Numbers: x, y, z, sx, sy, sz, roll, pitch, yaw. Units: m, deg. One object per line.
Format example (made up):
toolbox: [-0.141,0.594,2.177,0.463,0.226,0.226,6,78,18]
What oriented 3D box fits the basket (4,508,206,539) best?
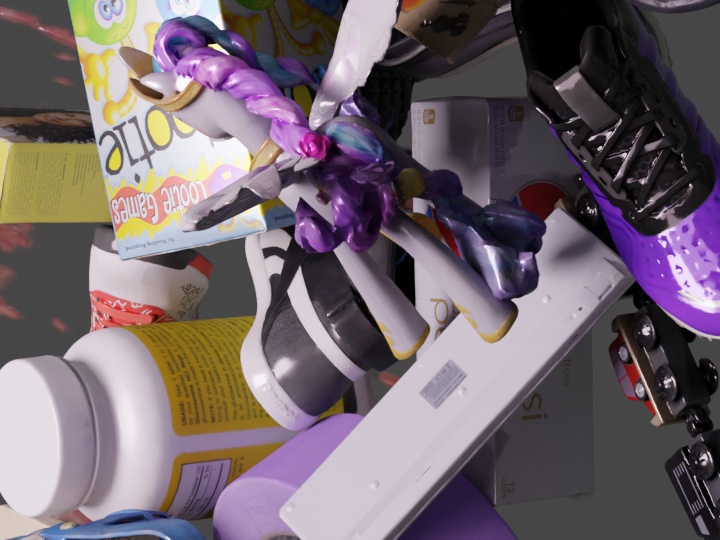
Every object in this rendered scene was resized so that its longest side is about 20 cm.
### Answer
basket: [-0.123,0.209,1.082,0.200,0.139,0.177,-7,100,43]

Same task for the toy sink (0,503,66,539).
toy sink: [-0.226,0.249,1.260,0.130,0.112,0.200,10,103,57]

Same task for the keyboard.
keyboard: [0.045,0.059,1.014,0.200,0.011,0.056,-47,53,1]

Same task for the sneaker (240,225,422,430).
sneaker: [0.000,0.000,1.160,0.112,0.073,0.200,-33,26,18]

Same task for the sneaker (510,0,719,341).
sneaker: [0.118,-0.058,0.962,0.070,0.100,0.200,-35,60,16]

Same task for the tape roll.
tape roll: [0.013,0.174,1.103,0.200,0.066,0.200,36,145,30]

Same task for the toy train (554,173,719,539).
toy train: [0.141,0.042,1.015,0.200,0.034,0.046,68,151,23]

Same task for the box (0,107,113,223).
box: [-0.131,-0.060,1.233,0.075,0.200,0.050,30,114,47]

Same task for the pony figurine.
pony figurine: [-0.011,-0.048,0.961,0.167,0.200,0.193,-54,14,-18]

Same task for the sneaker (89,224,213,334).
sneaker: [-0.134,0.041,1.275,0.201,0.067,0.108,100,-172,-81]

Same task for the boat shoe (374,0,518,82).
boat shoe: [0.063,-0.149,1.076,0.200,0.063,0.073,-32,68,50]

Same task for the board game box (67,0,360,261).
board game box: [-0.075,-0.116,1.111,0.103,0.105,0.200,-10,93,37]

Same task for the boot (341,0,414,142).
boot: [-0.026,-0.150,1.215,0.131,0.068,0.200,-168,78,-64]

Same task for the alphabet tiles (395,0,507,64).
alphabet tiles: [0.079,-0.191,1.004,0.200,0.008,0.167,-49,46,-1]

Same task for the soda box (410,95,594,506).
soda box: [0.071,0.013,1.074,0.064,0.068,0.200,2,95,54]

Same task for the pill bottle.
pill bottle: [-0.101,0.084,1.204,0.112,0.200,0.113,6,97,53]

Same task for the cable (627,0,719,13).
cable: [0.144,-0.189,0.918,0.163,0.051,0.200,-48,61,0]
